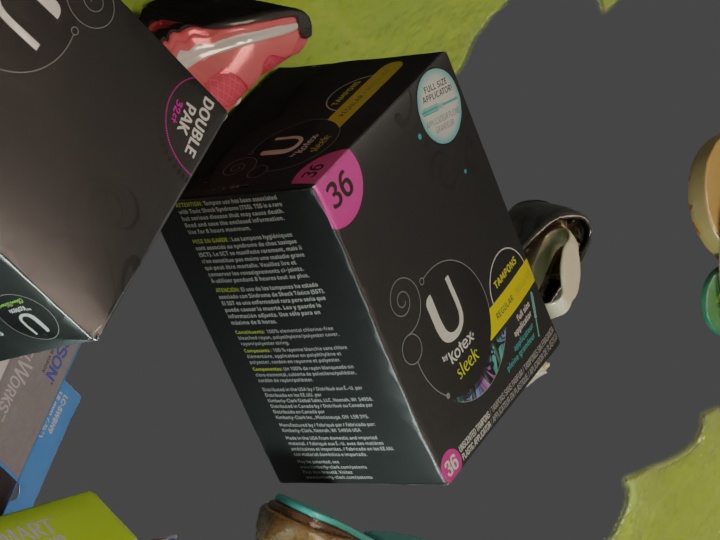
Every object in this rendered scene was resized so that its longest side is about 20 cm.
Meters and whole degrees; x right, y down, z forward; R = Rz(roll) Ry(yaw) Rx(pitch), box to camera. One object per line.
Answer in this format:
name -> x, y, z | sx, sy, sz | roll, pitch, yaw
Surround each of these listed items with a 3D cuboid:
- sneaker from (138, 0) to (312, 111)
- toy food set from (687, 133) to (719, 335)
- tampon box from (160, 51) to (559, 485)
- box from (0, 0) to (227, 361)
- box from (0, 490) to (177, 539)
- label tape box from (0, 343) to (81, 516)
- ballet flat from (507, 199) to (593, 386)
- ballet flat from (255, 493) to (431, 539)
sneaker -> -0.104, -0.096, 1.580 | 0.200, 0.074, 0.087 | -26, 122, -46
toy food set -> 0.304, -0.002, 2.100 | 0.200, 0.049, 0.199 | -1, 90, -53
tampon box -> 0.000, 0.000, 1.645 | 0.150, 0.126, 0.200 | -49, 125, -42
box -> -0.189, -0.075, 1.323 | 0.200, 0.124, 0.149 | 46, 54, -26
box -> -0.191, 0.177, 1.389 | 0.200, 0.048, 0.122 | -12, 136, -46
label tape box -> -0.201, 0.067, 1.435 | 0.200, 0.063, 0.145 | 47, 54, -40
ballet flat -> 0.091, 0.030, 1.808 | 0.068, 0.068, 0.200 | 54, 49, -36
ballet flat -> 0.004, 0.185, 1.702 | 0.200, 0.068, 0.073 | 21, 92, -50
